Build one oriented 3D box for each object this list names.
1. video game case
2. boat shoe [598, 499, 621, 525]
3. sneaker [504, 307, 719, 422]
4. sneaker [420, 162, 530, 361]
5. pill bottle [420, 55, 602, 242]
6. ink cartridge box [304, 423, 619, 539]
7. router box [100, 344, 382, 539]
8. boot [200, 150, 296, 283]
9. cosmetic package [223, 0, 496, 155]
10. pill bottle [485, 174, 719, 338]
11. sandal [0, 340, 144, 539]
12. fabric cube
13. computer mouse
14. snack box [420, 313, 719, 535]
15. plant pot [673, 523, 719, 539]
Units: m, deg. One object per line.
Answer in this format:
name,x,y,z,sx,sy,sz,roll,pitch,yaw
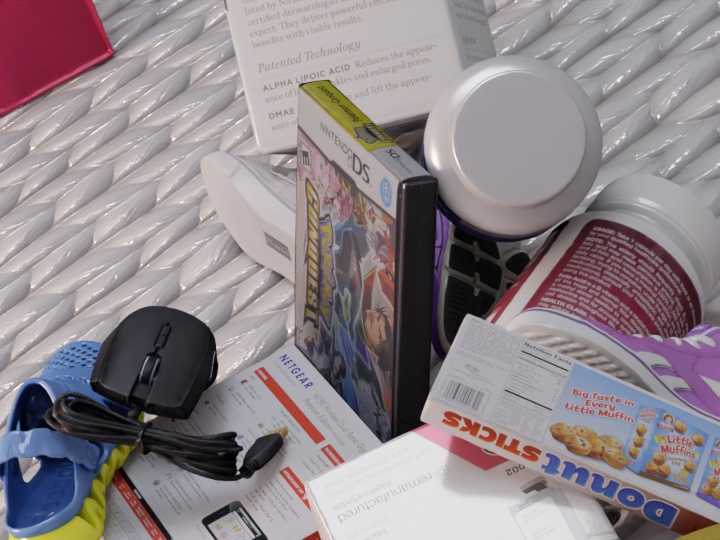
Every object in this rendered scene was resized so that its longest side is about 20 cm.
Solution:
video game case,0.000,0.000,1.806,0.025,0.201,0.181,-8,27,-21
boat shoe,0.080,0.185,1.614,0.200,0.072,0.062,-34,58,-13
sneaker,0.169,0.062,1.641,0.073,0.200,0.114,-46,20,35
sneaker,0.067,-0.007,1.901,0.083,0.081,0.200,-40,33,35
pill bottle,0.094,-0.077,1.753,0.112,0.112,0.200,-21,-2,0
ink cartridge box,0.076,0.181,1.524,0.146,0.083,0.200,-25,55,-5
router box,-0.076,0.146,1.766,0.179,0.049,0.200,-28,32,-11
boot,-0.032,-0.045,2.024,0.095,0.074,0.200,-27,40,-21
cosmetic package,-0.002,-0.199,2.055,0.165,0.201,0.165,-14,-2,12
pill bottle,0.145,0.036,1.741,0.114,0.114,0.200,5,40,36
sandal,-0.191,0.100,1.776,0.079,0.087,0.200,-16,30,12
fabric cube,-0.361,-0.254,2.401,0.196,0.200,0.199,-28,32,-13
computer mouse,-0.106,0.070,1.775,0.140,0.046,0.200,18,20,7
snack box,0.136,0.092,1.520,0.200,0.024,0.072,24,44,4
plant pot,0.217,0.225,1.341,0.194,0.196,0.200,14,43,43
